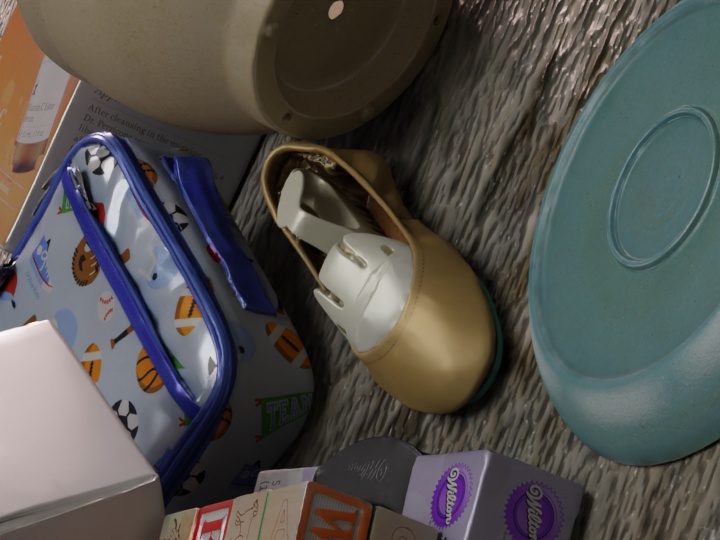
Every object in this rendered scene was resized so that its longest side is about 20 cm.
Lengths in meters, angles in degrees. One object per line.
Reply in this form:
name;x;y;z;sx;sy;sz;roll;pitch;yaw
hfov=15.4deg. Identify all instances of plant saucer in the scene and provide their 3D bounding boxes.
plant saucer;0.120;-0.027;0.989;0.200;0.027;0.200;-44;33;39

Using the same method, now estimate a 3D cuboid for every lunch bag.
lunch bag;-0.106;0.033;1.267;0.160;0.075;0.200;-56;45;27

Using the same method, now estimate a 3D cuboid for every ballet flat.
ballet flat;0.000;0.000;1.153;0.069;0.063;0.200;-61;27;13

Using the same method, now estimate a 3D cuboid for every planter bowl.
planter bowl;-0.042;-0.142;1.233;0.135;0.200;0.200;40;107;36

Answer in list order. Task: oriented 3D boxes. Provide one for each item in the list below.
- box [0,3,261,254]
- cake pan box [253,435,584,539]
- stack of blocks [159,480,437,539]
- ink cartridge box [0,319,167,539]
box;-0.123;-0.100;1.418;0.200;0.106;0.152;-65;26;4
cake pan box;-0.001;0.166;1.036;0.184;0.052;0.200;-9;62;58
stack of blocks;-0.044;0.186;0.980;0.115;0.058;0.200;-19;54;56
ink cartridge box;-0.133;0.144;1.133;0.145;0.084;0.200;-134;32;-53
